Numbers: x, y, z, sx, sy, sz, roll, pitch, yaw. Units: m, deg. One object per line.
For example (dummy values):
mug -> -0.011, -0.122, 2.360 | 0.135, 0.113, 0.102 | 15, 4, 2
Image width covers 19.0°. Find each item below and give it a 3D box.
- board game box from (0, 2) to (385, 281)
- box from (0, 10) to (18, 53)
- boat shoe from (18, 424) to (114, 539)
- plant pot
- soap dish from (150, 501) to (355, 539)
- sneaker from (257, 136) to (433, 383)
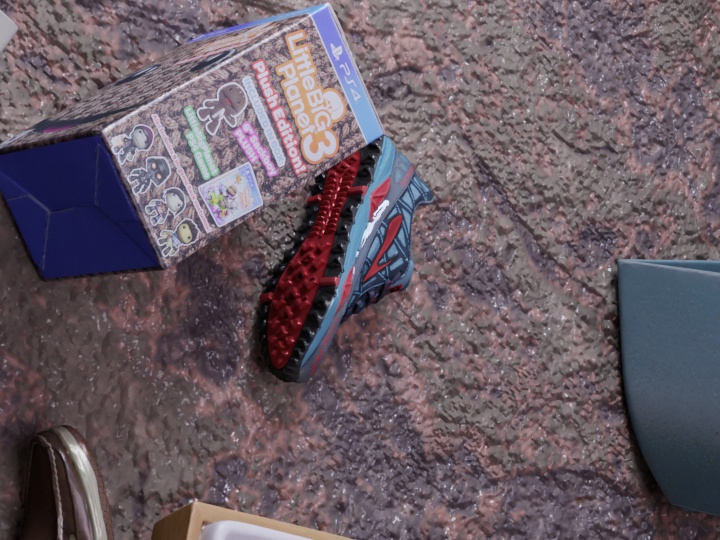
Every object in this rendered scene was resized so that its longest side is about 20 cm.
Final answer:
board game box -> -0.116, -0.083, 1.412 | 0.200, 0.159, 0.097 | -34, 107, -34
box -> -0.310, -0.101, 1.317 | 0.095, 0.078, 0.201 | 43, 64, -26
boat shoe -> -0.201, 0.204, 1.386 | 0.074, 0.075, 0.204 | -8, 93, -31
plant pot -> 0.331, 0.100, 1.729 | 0.195, 0.196, 0.201 | 2, 95, -37
soap dish -> -0.070, 0.250, 1.458 | 0.199, 0.081, 0.158 | 21, 75, -47
sneaker -> 0.000, 0.000, 1.546 | 0.095, 0.079, 0.201 | 37, 67, -32
